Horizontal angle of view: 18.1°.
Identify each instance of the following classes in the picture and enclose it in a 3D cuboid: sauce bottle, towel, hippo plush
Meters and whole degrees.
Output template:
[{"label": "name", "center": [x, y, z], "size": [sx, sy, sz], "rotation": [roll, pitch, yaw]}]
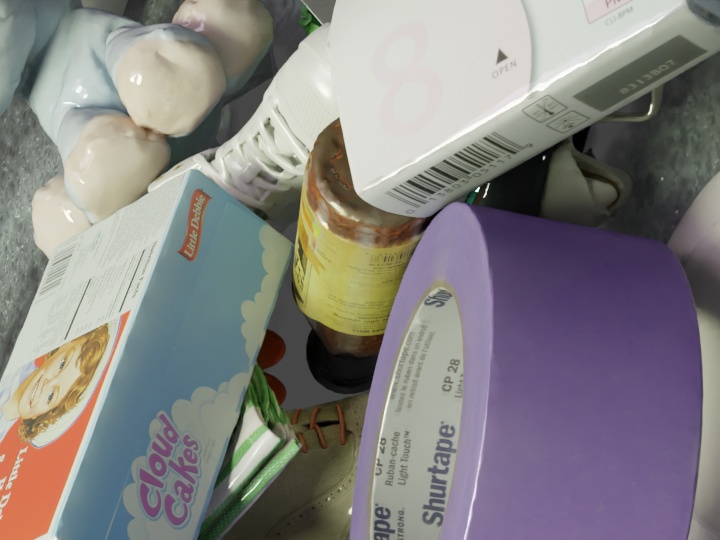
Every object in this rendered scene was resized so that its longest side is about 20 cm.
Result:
[{"label": "sauce bottle", "center": [0.000, 0.000, 1.023], "size": [0.200, 0.066, 0.066], "rotation": [102, 162, -61]}, {"label": "towel", "center": [-0.102, 0.086, 1.063], "size": [0.153, 0.023, 0.200], "rotation": [-49, 27, 8]}, {"label": "hippo plush", "center": [-0.143, -0.117, 1.164], "size": [0.159, 0.161, 0.200], "rotation": [-54, -2, 36]}]

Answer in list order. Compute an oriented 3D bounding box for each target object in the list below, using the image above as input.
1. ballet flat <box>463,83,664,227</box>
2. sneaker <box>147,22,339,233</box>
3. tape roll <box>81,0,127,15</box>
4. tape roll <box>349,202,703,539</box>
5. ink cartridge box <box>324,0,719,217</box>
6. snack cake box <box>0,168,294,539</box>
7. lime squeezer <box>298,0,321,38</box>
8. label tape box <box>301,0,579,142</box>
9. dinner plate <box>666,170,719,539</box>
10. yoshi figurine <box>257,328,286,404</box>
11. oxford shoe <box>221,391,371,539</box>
[{"label": "ballet flat", "center": [0.089, -0.063, 0.960], "size": [0.073, 0.073, 0.201], "rotation": [40, 119, 53]}, {"label": "sneaker", "center": [-0.041, -0.045, 1.055], "size": [0.074, 0.115, 0.200], "rotation": [53, 171, 5]}, {"label": "tape roll", "center": [-0.224, -0.228, 1.369], "size": [0.203, 0.202, 0.140], "rotation": [46, 120, 52]}, {"label": "tape roll", "center": [0.060, 0.078, 0.896], "size": [0.200, 0.085, 0.201], "rotation": [-170, 90, -79]}, {"label": "ink cartridge box", "center": [0.053, -0.142, 0.911], "size": [0.162, 0.057, 0.201], "rotation": [-29, 62, 31]}, {"label": "snack cake box", "center": [-0.111, 0.065, 1.004], "size": [0.115, 0.067, 0.200], "rotation": [-25, 38, 44]}, {"label": "lime squeezer", "center": [-0.005, -0.144, 1.159], "size": [0.071, 0.038, 0.200], "rotation": [-50, 42, 38]}, {"label": "label tape box", "center": [0.049, -0.152, 1.036], "size": [0.144, 0.066, 0.200], "rotation": [-60, 41, 23]}, {"label": "dinner plate", "center": [0.162, 0.039, 0.866], "size": [0.200, 0.024, 0.201], "rotation": [-21, 64, 52]}, {"label": "yoshi figurine", "center": [-0.119, 0.080, 1.213], "size": [0.200, 0.112, 0.112], "rotation": [-65, 29, 17]}, {"label": "oxford shoe", "center": [-0.017, 0.091, 1.035], "size": [0.200, 0.074, 0.071], "rotation": [-39, 28, 15]}]
